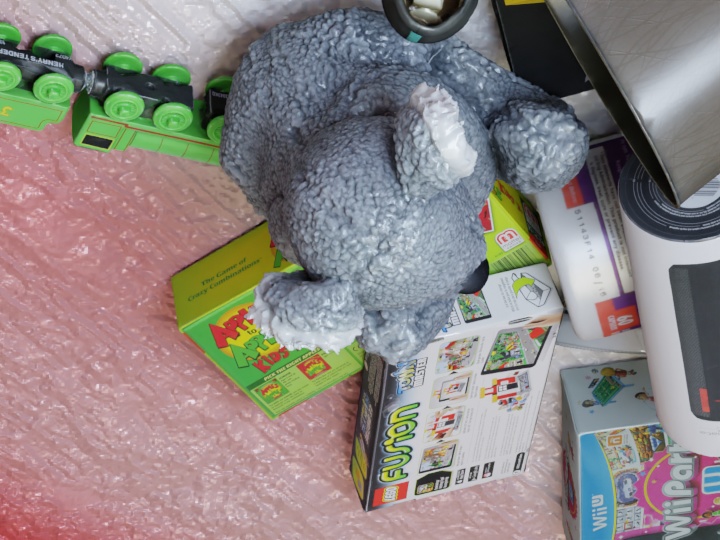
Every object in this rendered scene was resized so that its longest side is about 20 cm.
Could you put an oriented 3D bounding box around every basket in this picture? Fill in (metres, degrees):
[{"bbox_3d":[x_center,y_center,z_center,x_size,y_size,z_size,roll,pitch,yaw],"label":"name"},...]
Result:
[{"bbox_3d":[0.203,-0.151,1.419,0.200,0.181,0.136,-29,142,3],"label":"basket"}]

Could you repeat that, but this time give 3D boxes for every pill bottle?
[{"bbox_3d":[0.205,-0.038,1.624,0.199,0.112,0.112,-16,134,5],"label":"pill bottle"}]

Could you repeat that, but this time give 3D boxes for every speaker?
[{"bbox_3d":[0.189,0.014,1.532,0.081,0.081,0.200,-13,141,2],"label":"speaker"}]

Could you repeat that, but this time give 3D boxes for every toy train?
[{"bbox_3d":[-0.127,-0.089,1.563,0.199,0.042,0.056,13,139,-22],"label":"toy train"}]

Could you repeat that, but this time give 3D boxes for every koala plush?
[{"bbox_3d":[0.007,-0.038,1.465,0.184,0.200,0.177,37,107,-10],"label":"koala plush"}]

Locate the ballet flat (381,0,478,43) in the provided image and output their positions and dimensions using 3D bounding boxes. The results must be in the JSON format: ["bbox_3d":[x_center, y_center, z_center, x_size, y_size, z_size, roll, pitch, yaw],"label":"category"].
[{"bbox_3d":[0.057,-0.206,1.415,0.068,0.068,0.201,12,105,0],"label":"ballet flat"}]

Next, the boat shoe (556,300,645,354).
[{"bbox_3d":[0.209,0.019,1.702,0.199,0.062,0.072,-1,177,20],"label":"boat shoe"}]

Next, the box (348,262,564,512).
[{"bbox_3d":[0.055,0.073,1.708,0.110,0.035,0.200,-12,149,-13],"label":"box"}]

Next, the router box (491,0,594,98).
[{"bbox_3d":[0.162,-0.184,1.519,0.199,0.052,0.158,-15,133,3],"label":"router box"}]

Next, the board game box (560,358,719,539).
[{"bbox_3d":[0.230,0.120,1.812,0.199,0.064,0.148,-8,133,-3],"label":"board game box"}]

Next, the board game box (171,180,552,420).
[{"bbox_3d":[0.000,0.000,1.664,0.200,0.048,0.102,-30,131,16],"label":"board game box"}]
